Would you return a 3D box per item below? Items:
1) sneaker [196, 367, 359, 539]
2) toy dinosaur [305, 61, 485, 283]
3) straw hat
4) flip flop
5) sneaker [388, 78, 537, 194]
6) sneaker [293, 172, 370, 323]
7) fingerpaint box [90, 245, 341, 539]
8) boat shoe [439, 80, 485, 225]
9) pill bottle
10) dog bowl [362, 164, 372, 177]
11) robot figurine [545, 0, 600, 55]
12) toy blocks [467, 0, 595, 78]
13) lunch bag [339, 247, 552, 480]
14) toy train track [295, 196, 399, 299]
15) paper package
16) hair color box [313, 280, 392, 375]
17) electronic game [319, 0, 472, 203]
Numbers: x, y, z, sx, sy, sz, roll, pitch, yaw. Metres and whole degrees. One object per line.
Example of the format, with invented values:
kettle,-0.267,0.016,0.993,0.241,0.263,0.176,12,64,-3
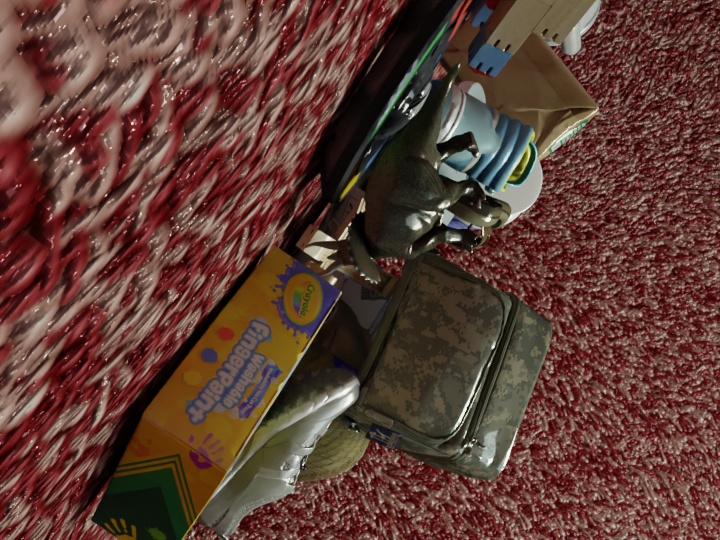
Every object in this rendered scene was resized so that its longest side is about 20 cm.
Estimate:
sneaker,-0.078,0.168,0.809,0.200,0.082,0.075,-37,-161,-5
toy dinosaur,0.039,-0.056,0.655,0.102,0.077,0.200,-9,141,-30
straw hat,-0.068,0.116,0.896,0.201,0.200,0.085,-55,165,-59
flip flop,0.095,-0.048,0.800,0.200,0.081,0.058,-31,144,-80
sneaker,0.093,-0.124,0.825,0.080,0.130,0.200,-62,-164,9
sneaker,-0.029,-0.026,0.881,0.200,0.075,0.115,-47,165,-39
fingerpaint box,-0.112,0.103,0.681,0.167,0.073,0.200,-55,-178,43
boat shoe,0.064,-0.118,0.924,0.071,0.090,0.201,55,49,-44
pill bottle,0.135,-0.105,1.028,0.112,0.112,0.200,-56,-165,-7
dog bowl,0.014,-0.104,1.120,0.200,0.049,0.112,-55,179,-46
robot figurine,0.236,-0.351,1.062,0.112,0.171,0.200,-13,165,14
toy blocks,0.135,-0.239,0.672,0.137,0.099,0.201,129,-26,-50
lunch bag,0.078,0.097,0.883,0.139,0.167,0.201,2,-116,58
toy train track,0.000,0.000,0.834,0.115,0.032,0.200,-56,153,2
paper package,0.192,-0.235,1.087,0.103,0.191,0.200,-41,-178,10
hair color box,-0.006,0.061,1.001,0.110,0.199,0.065,-57,179,-19
electronic game,0.029,-0.137,0.673,0.200,0.042,0.200,-56,179,-1
